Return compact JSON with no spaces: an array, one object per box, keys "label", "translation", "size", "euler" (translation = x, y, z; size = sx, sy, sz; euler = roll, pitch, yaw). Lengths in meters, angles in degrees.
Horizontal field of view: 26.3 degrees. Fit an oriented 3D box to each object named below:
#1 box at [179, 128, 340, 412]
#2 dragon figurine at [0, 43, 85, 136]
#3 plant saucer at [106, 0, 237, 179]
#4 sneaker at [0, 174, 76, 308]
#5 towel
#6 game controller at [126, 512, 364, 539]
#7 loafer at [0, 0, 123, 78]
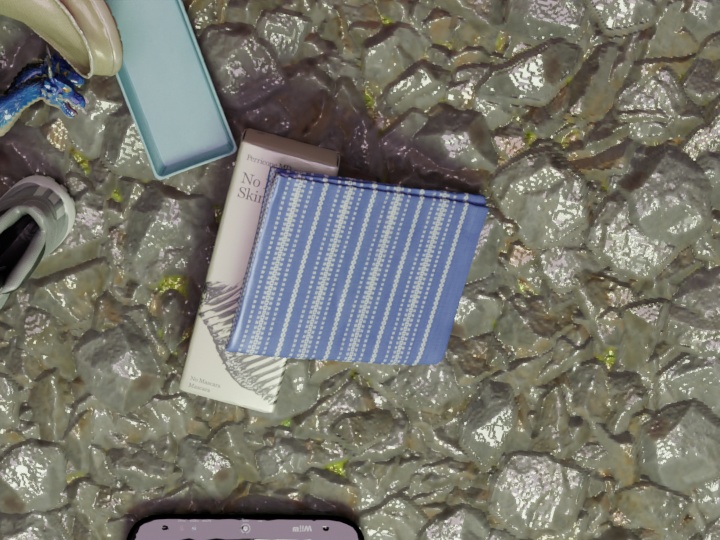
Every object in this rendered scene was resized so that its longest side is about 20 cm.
[{"label":"box","translation":[-0.078,0.000,1.184],"size":[0.081,0.068,0.202],"euler":[13,103,-4]},{"label":"dragon figurine","translation":[-0.305,-0.142,1.151],"size":[0.198,0.059,0.100],"euler":[21,102,-6]},{"label":"plant saucer","translation":[-0.158,-0.174,1.164],"size":[0.069,0.019,0.202],"euler":[-18,102,9]},{"label":"sneaker","translation":[-0.300,0.014,1.160],"size":[0.075,0.116,0.200],"euler":[39,100,-9]},{"label":"towel","translation":[0.000,0.000,1.165],"size":[0.198,0.024,0.146],"euler":[6,108,-33]},{"label":"game controller","translation":[-0.094,0.251,1.259],"size":[0.197,0.042,0.106],"euler":[0,104,-2]},{"label":"loafer","translation":[-0.253,-0.211,1.121],"size":[0.068,0.076,0.200],"euler":[-43,92,-23]}]
